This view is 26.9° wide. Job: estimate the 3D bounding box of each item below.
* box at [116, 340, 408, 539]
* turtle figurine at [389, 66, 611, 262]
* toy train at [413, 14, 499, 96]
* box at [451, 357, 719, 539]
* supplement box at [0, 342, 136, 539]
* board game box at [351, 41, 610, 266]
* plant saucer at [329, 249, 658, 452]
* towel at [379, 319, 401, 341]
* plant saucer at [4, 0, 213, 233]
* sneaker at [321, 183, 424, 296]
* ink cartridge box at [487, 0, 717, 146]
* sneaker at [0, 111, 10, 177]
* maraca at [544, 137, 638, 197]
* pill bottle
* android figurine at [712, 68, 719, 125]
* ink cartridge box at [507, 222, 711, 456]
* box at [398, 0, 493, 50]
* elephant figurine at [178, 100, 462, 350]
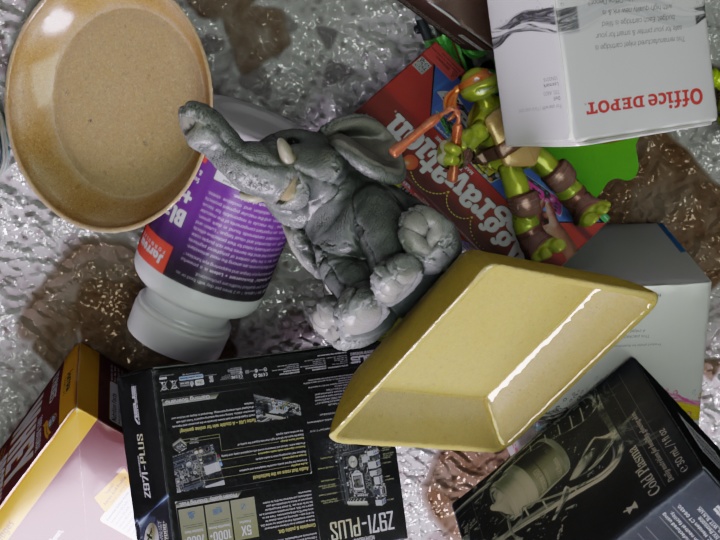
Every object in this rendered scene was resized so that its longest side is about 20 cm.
[{"bbox_3d":[-0.077,0.148,1.187,0.200,0.086,0.164,-7,86,-28],"label":"box"},{"bbox_3d":[0.110,-0.088,1.136,0.200,0.064,0.161,-39,104,-33],"label":"turtle figurine"},{"bbox_3d":[0.099,-0.138,1.248,0.056,0.042,0.200,-17,109,18],"label":"toy train"},{"bbox_3d":[0.192,0.202,1.145,0.197,0.200,0.124,-42,108,10],"label":"box"},{"bbox_3d":[-0.212,0.209,1.280,0.200,0.133,0.197,34,102,-19],"label":"supplement box"},{"bbox_3d":[0.093,-0.078,1.189,0.103,0.019,0.200,-43,84,-18],"label":"board game box"},{"bbox_3d":[0.094,0.056,1.130,0.200,0.048,0.200,10,132,-42],"label":"plant saucer"},{"bbox_3d":[0.000,0.000,1.265,0.018,0.086,0.200,-1,114,27],"label":"towel"},{"bbox_3d":[-0.188,-0.130,1.167,0.200,0.035,0.201,3,95,28],"label":"plant saucer"},{"bbox_3d":[0.031,-0.039,1.209,0.075,0.076,0.200,36,71,-52],"label":"sneaker"},{"bbox_3d":[0.170,-0.194,1.086,0.146,0.084,0.200,-10,96,-31],"label":"ink cartridge box"},{"bbox_3d":[-0.317,-0.152,1.156,0.077,0.086,0.200,-17,112,-2],"label":"sneaker"},{"bbox_3d":[0.198,-0.154,1.221,0.137,0.107,0.200,11,110,-19],"label":"maraca"},{"bbox_3d":[-0.117,-0.031,1.217,0.111,0.111,0.200,19,106,-15],"label":"pill bottle"},{"bbox_3d":[0.389,-0.142,1.290,0.200,0.041,0.182,24,105,-17],"label":"android figurine"},{"bbox_3d":[0.203,0.078,1.285,0.144,0.147,0.200,-2,112,-6],"label":"ink cartridge box"},{"bbox_3d":[0.107,-0.278,1.158,0.100,0.075,0.200,34,86,-18],"label":"box"},{"bbox_3d":[-0.019,-0.055,1.113,0.141,0.155,0.200,-36,73,-12],"label":"elephant figurine"}]
